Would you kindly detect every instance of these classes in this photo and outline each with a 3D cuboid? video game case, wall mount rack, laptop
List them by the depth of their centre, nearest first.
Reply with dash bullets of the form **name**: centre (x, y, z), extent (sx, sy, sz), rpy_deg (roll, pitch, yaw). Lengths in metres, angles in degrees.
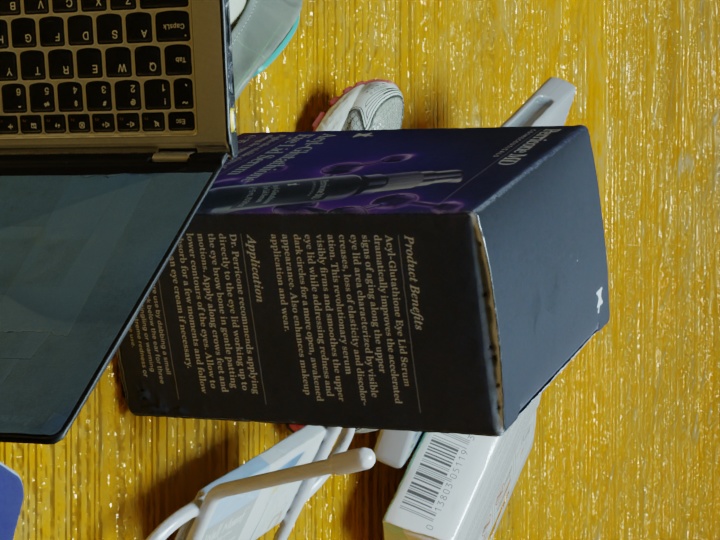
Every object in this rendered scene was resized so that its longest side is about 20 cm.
- **laptop**: centre (-0.148, -0.059, 0.632), extent (0.116, 0.186, 0.201), rpy_deg (-17, 107, -64)
- **wall mount rack**: centre (-0.024, 0.112, 0.950), extent (0.200, 0.074, 0.174), rpy_deg (-29, 150, -55)
- **video game case**: centre (0.071, -0.003, 1.173), extent (0.182, 0.022, 0.201), rpy_deg (-45, 155, -64)

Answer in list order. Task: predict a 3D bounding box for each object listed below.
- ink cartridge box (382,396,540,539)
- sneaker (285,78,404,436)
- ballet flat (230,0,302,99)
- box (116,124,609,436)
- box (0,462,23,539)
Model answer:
- **ink cartridge box**: centre (0.067, 0.130, 1.232), extent (0.200, 0.050, 0.161), rpy_deg (90, 24, -63)
- **sneaker**: centre (0.009, -0.007, 1.084), extent (0.078, 0.082, 0.201), rpy_deg (23, 69, -63)
- **ballet flat**: centre (-0.082, -0.099, 0.914), extent (0.064, 0.067, 0.200), rpy_deg (60, 37, -30)
- **box**: centre (0.000, 0.000, 0.928), extent (0.148, 0.199, 0.105), rpy_deg (-38, 123, -59)
- **box**: centre (-0.190, 0.152, 0.729), extent (0.121, 0.032, 0.201), rpy_deg (48, 50, -55)
